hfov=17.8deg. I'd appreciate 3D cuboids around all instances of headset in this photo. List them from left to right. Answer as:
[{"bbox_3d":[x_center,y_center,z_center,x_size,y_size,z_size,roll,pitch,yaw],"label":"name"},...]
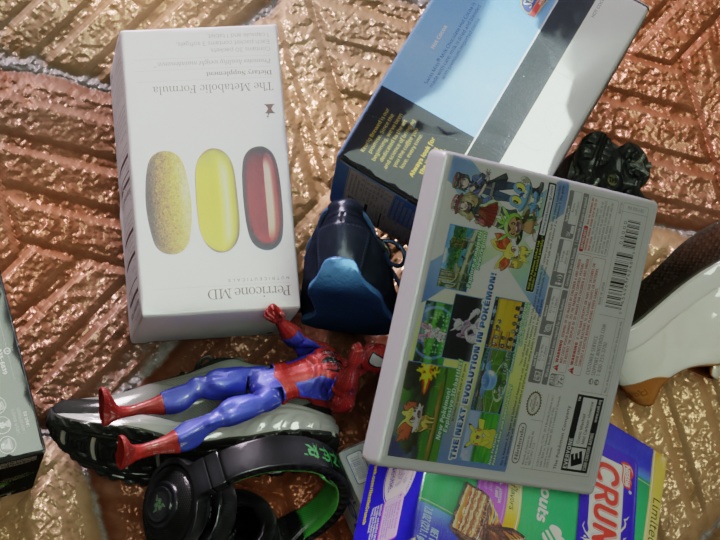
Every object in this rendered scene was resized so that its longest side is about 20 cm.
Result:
[{"bbox_3d":[-0.098,0.184,1.550,0.200,0.124,0.094,-28,55,14],"label":"headset"}]

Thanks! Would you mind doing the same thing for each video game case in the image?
[{"bbox_3d":[0.098,0.036,1.476,0.182,0.022,0.200,11,93,-35],"label":"video game case"}]

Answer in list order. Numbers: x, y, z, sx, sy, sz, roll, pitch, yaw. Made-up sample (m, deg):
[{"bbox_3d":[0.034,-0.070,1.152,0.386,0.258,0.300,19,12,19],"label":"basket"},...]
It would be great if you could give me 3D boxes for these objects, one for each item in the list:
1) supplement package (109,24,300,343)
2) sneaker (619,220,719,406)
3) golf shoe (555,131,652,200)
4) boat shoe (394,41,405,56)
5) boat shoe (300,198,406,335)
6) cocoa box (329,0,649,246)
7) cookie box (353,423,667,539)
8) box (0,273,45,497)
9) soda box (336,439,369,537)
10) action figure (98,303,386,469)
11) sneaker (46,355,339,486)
[{"bbox_3d":[-0.109,-0.058,1.599,0.114,0.110,0.200,-4,79,-10],"label":"supplement package"},{"bbox_3d":[0.256,0.025,1.676,0.200,0.073,0.085,-34,111,-17],"label":"sneaker"},{"bbox_3d":[0.147,0.001,1.638,0.078,0.094,0.200,29,67,-15],"label":"golf shoe"},{"bbox_3d":[0.065,-0.075,1.658,0.069,0.074,0.200,-9,79,1],"label":"boat shoe"},{"bbox_3d":[0.000,0.000,1.558,0.084,0.200,0.069,5,78,-5],"label":"boat shoe"},{"bbox_3d":[0.083,-0.111,1.560,0.131,0.133,0.200,30,79,3],"label":"cocoa box"},{"bbox_3d":[0.103,0.163,1.549,0.200,0.075,0.171,32,51,-25],"label":"cookie box"},{"bbox_3d":[-0.283,0.077,1.495,0.124,0.200,0.149,-13,81,-13],"label":"box"},{"bbox_3d":[0.045,0.209,1.591,0.063,0.068,0.200,-22,83,-15],"label":"soda box"},{"bbox_3d":[-0.068,0.066,1.524,0.200,0.099,0.065,-13,55,-20],"label":"action figure"},{"bbox_3d":[-0.117,0.099,1.594,0.200,0.074,0.079,-1,56,-8],"label":"sneaker"}]
